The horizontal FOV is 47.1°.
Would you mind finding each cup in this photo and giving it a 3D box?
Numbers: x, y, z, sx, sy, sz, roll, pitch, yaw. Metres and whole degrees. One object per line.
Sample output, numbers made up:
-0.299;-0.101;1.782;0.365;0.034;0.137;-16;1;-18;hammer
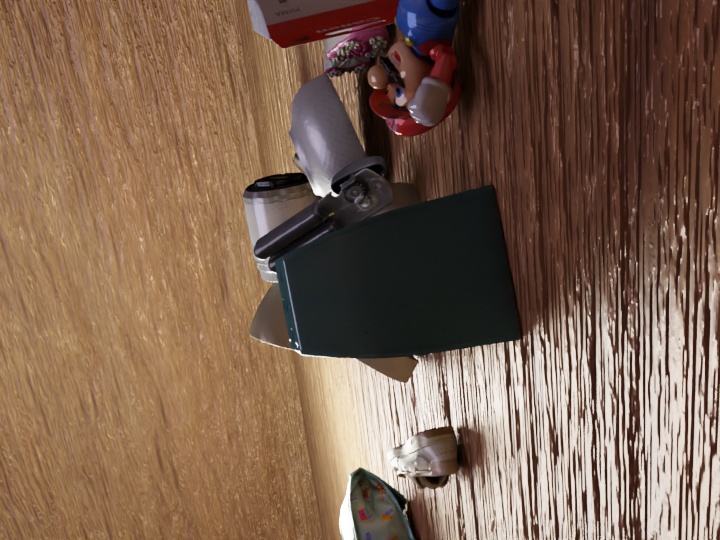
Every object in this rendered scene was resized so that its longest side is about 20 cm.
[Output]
-0.130;0.081;1.769;0.200;0.198;0.145;-146;66;-75;cup

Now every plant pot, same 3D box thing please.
0.025;0.014;0.789;0.141;0.198;0.143;173;86;-79;plant pot

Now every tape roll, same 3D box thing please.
-0.013;0.089;1.138;0.037;0.202;0.203;-60;14;-1;tape roll

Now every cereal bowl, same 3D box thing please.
-0.045;-0.167;1.154;0.200;0.083;0.202;157;90;-89;cereal bowl

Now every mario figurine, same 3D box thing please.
0.042;-0.204;0.712;0.124;0.105;0.201;-62;-14;-47;mario figurine

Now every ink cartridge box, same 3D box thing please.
-0.027;-0.281;0.861;0.200;0.161;0.058;-129;25;-68;ink cartridge box

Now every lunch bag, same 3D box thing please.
0.027;0.461;1.463;0.171;0.121;0.201;97;154;-61;lunch bag

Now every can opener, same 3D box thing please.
-0.044;-0.069;0.998;0.053;0.199;0.067;43;-146;-27;can opener

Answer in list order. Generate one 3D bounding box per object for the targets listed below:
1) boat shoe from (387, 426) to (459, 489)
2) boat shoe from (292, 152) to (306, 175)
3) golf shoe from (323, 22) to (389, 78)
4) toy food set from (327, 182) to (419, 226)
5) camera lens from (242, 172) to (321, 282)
0.084;0.257;1.088;0.200;0.071;0.066;117;142;-64;boat shoe
-0.086;-0.215;1.559;0.067;0.057;0.200;43;174;-4;boat shoe
-0.014;-0.299;1.019;0.200;0.074;0.093;-172;74;-78;golf shoe
0.000;0.000;1.008;0.060;0.199;0.145;15;-127;-51;toy food set
-0.152;-0.093;1.705;0.160;0.158;0.202;-136;36;-71;camera lens
